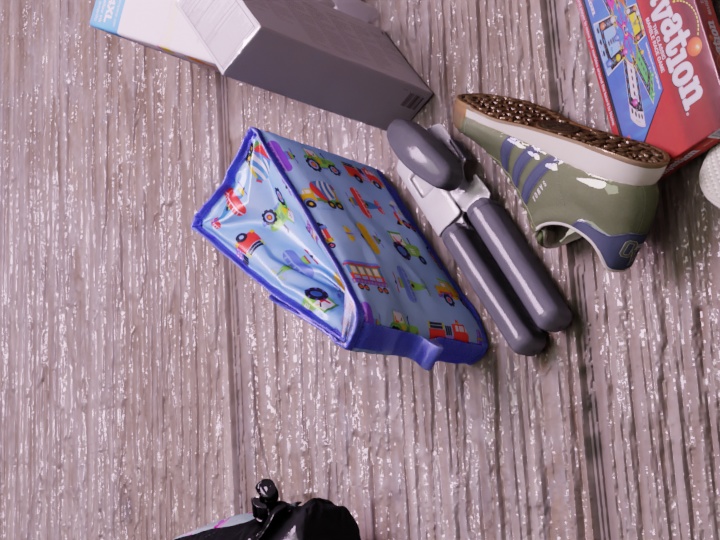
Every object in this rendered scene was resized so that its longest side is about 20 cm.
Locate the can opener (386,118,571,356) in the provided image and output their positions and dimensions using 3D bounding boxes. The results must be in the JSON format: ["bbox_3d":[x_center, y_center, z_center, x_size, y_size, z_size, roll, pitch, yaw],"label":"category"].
[{"bbox_3d":[0.075,-0.029,1.099,0.053,0.067,0.200,-46,56,24],"label":"can opener"}]

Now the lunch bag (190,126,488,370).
[{"bbox_3d":[0.000,0.000,1.101,0.200,0.150,0.094,46,110,36],"label":"lunch bag"}]

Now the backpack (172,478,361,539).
[{"bbox_3d":[-0.088,0.261,1.137,0.199,0.126,0.168,-19,58,36],"label":"backpack"}]

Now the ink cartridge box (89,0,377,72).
[{"bbox_3d":[-0.098,-0.223,1.241,0.200,0.128,0.126,23,96,40],"label":"ink cartridge box"}]

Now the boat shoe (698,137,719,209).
[{"bbox_3d":[0.290,-0.051,0.932,0.200,0.062,0.075,10,72,55],"label":"boat shoe"}]

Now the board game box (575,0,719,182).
[{"bbox_3d":[0.196,-0.167,1.040,0.103,0.019,0.201,-36,59,48],"label":"board game box"}]

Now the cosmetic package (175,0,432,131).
[{"bbox_3d":[-0.039,-0.162,1.133,0.051,0.200,0.083,-47,56,23],"label":"cosmetic package"}]

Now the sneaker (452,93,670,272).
[{"bbox_3d":[0.128,-0.060,1.061,0.200,0.067,0.090,29,119,50],"label":"sneaker"}]
